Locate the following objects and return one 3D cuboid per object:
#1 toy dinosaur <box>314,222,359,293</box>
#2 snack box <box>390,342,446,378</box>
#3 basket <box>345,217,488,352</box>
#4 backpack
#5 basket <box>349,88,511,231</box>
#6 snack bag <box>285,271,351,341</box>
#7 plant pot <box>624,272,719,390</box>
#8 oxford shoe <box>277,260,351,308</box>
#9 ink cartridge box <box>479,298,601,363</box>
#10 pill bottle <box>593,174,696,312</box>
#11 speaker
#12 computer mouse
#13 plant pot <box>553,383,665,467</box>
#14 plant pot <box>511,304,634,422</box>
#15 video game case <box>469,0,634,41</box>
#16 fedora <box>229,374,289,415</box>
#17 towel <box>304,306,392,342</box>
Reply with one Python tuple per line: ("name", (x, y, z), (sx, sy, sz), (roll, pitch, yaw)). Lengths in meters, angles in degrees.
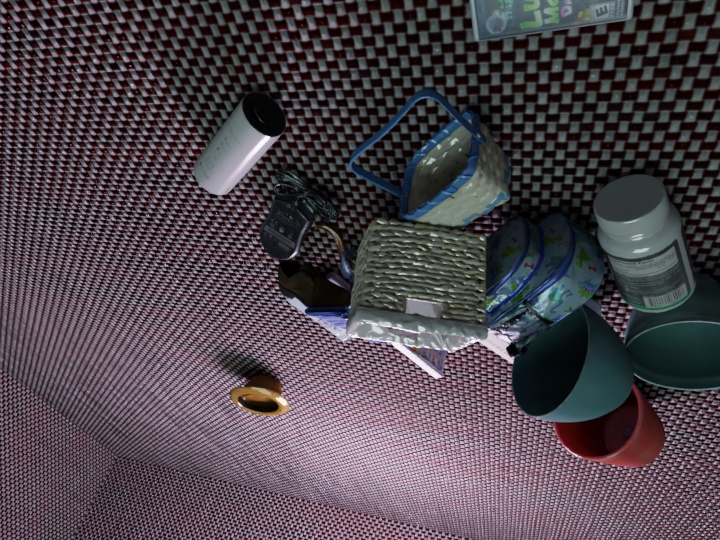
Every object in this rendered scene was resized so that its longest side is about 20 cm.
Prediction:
("toy dinosaur", (0.000, 0.000, 1.100), (0.200, 0.105, 0.182), (49, 158, 16))
("snack box", (0.123, 0.165, 1.224), (0.200, 0.072, 0.024), (40, 137, -25))
("basket", (0.085, 0.032, 0.854), (0.195, 0.163, 0.200), (8, 165, -5))
("backpack", (0.276, 0.003, 0.863), (0.146, 0.184, 0.200), (34, 130, -16))
("basket", (0.105, -0.151, 0.771), (0.199, 0.141, 0.176), (26, 144, -30))
("snack bag", (-0.051, 0.089, 1.248), (0.199, 0.022, 0.188), (39, 139, -24))
("plant pot", (0.544, 0.089, 0.892), (0.198, 0.135, 0.201), (11, 143, 9))
("oxford shoe", (-0.102, 0.030, 1.126), (0.198, 0.073, 0.085), (17, 132, 28))
("ink cartridge box", (0.336, 0.098, 1.035), (0.145, 0.085, 0.200), (32, 140, -16))
("pill bottle", (0.425, -0.038, 0.801), (0.112, 0.114, 0.200), (-11, 133, 34))
("speaker", (-0.205, -0.207, 0.892), (0.081, 0.082, 0.199), (35, 140, -21))
("computer mouse", (-0.126, -0.099, 1.021), (0.138, 0.053, 0.200), (35, 132, -5))
("plant pot", (0.555, 0.335, 1.168), (0.176, 0.203, 0.199), (30, 143, -31))
("plant pot", (0.361, 0.162, 0.878), (0.133, 0.202, 0.200), (22, 144, -11))
("video game case", (0.201, -0.357, 0.573), (0.179, 0.024, 0.201), (2, 140, 22))
("fedora", (-0.313, 0.387, 1.687), (0.198, 0.082, 0.202), (8, 140, 7))
("towel", (-0.004, 0.118, 1.093), (0.199, 0.024, 0.144), (29, 159, -36))
